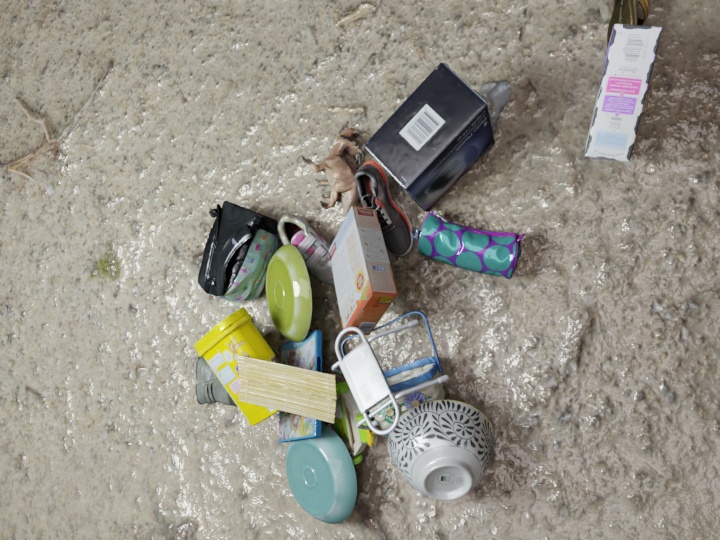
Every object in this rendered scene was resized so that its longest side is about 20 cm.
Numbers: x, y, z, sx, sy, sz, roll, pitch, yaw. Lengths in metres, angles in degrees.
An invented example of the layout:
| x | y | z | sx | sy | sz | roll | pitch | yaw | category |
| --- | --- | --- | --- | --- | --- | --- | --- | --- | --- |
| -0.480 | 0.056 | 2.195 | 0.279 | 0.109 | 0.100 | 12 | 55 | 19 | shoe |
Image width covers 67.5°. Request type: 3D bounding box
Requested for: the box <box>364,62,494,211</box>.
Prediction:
| x | y | z | sx | sy | sz | roll | pitch | yaw | category |
| --- | --- | --- | --- | --- | --- | --- | --- | --- | --- |
| 0.139 | -0.238 | 1.012 | 0.200 | 0.198 | 0.123 | -45 | 74 | 9 | box |

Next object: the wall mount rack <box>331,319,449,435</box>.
| x | y | z | sx | sy | sz | roll | pitch | yaw | category |
| --- | --- | --- | --- | --- | --- | --- | --- | --- | --- |
| 0.045 | 0.175 | 0.930 | 0.173 | 0.074 | 0.201 | -37 | 58 | 14 | wall mount rack |

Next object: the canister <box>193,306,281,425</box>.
| x | y | z | sx | sy | sz | roll | pitch | yaw | category |
| --- | --- | --- | --- | --- | --- | --- | --- | --- | --- |
| -0.224 | 0.193 | 1.066 | 0.148 | 0.086 | 0.201 | -36 | 89 | 42 | canister |

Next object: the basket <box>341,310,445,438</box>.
| x | y | z | sx | sy | sz | roll | pitch | yaw | category |
| --- | --- | --- | --- | --- | --- | --- | --- | --- | --- |
| 0.075 | 0.194 | 1.018 | 0.174 | 0.139 | 0.202 | -24 | 86 | 14 | basket |

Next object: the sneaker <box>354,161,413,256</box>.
| x | y | z | sx | sy | sz | roll | pitch | yaw | category |
| --- | --- | --- | --- | --- | --- | --- | --- | --- | --- |
| 0.036 | -0.115 | 1.074 | 0.076 | 0.082 | 0.202 | -24 | 95 | 31 | sneaker |

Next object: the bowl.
| x | y | z | sx | sy | sz | roll | pitch | yaw | category |
| --- | --- | --- | --- | --- | --- | --- | --- | --- | --- |
| 0.147 | 0.338 | 0.950 | 0.197 | 0.095 | 0.203 | 0 | 118 | 1 | bowl |

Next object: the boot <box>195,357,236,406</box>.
| x | y | z | sx | sy | sz | roll | pitch | yaw | category |
| --- | --- | --- | --- | --- | --- | --- | --- | --- | --- |
| -0.310 | 0.199 | 1.189 | 0.129 | 0.068 | 0.203 | 1 | 83 | 24 | boot |

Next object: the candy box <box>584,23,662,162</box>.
| x | y | z | sx | sy | sz | roll | pitch | yaw | category |
| --- | --- | --- | --- | --- | --- | --- | --- | --- | --- |
| 0.435 | -0.290 | 0.909 | 0.071 | 0.167 | 0.203 | 12 | 106 | 19 | candy box |

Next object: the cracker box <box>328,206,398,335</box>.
| x | y | z | sx | sy | sz | roll | pitch | yaw | category |
| --- | --- | --- | --- | --- | --- | --- | --- | --- | --- |
| 0.000 | 0.000 | 1.009 | 0.134 | 0.057 | 0.202 | 122 | 144 | -46 | cracker box |

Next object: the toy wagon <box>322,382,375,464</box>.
| x | y | z | sx | sy | sz | roll | pitch | yaw | category |
| --- | --- | --- | --- | --- | --- | --- | --- | --- | --- |
| -0.028 | 0.291 | 1.038 | 0.199 | 0.039 | 0.158 | 1 | 104 | 52 | toy wagon |

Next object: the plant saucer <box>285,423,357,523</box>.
| x | y | z | sx | sy | sz | roll | pitch | yaw | category |
| --- | --- | --- | --- | --- | --- | --- | --- | --- | --- |
| -0.089 | 0.401 | 1.061 | 0.198 | 0.036 | 0.204 | 4 | 96 | 43 | plant saucer |

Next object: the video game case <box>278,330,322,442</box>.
| x | y | z | sx | sy | sz | roll | pitch | yaw | category |
| --- | --- | --- | --- | --- | --- | --- | --- | --- | --- |
| -0.122 | 0.234 | 1.082 | 0.142 | 0.018 | 0.203 | -27 | 57 | 48 | video game case |

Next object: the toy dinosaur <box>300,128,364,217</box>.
| x | y | z | sx | sy | sz | roll | pitch | yaw | category |
| --- | --- | --- | --- | --- | --- | --- | --- | --- | --- |
| -0.034 | -0.203 | 1.131 | 0.134 | 0.086 | 0.203 | -23 | 83 | 8 | toy dinosaur |

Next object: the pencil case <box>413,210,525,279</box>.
| x | y | z | sx | sy | sz | roll | pitch | yaw | category |
| --- | --- | --- | --- | --- | --- | --- | --- | --- | --- |
| 0.205 | -0.051 | 1.029 | 0.197 | 0.085 | 0.094 | 17 | 117 | 19 | pencil case |

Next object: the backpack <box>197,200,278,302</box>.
| x | y | z | sx | sy | sz | roll | pitch | yaw | category |
| --- | --- | --- | --- | --- | --- | --- | --- | --- | --- |
| -0.261 | -0.032 | 1.159 | 0.166 | 0.126 | 0.203 | 21 | 92 | 42 | backpack |

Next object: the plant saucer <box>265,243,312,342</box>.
| x | y | z | sx | sy | sz | roll | pitch | yaw | category |
| --- | --- | --- | --- | --- | --- | --- | --- | --- | --- |
| -0.154 | 0.048 | 1.101 | 0.199 | 0.031 | 0.203 | 16 | 108 | 58 | plant saucer |

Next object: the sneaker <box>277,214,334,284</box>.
| x | y | z | sx | sy | sz | roll | pitch | yaw | category |
| --- | --- | --- | --- | --- | --- | --- | --- | --- | --- |
| -0.108 | -0.044 | 1.132 | 0.199 | 0.088 | 0.082 | 40 | 96 | 18 | sneaker |

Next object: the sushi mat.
| x | y | z | sx | sy | sz | roll | pitch | yaw | category |
| --- | --- | --- | --- | --- | --- | --- | --- | --- | --- |
| -0.135 | 0.214 | 0.978 | 0.197 | 0.012 | 0.097 | 9 | 107 | 15 | sushi mat |

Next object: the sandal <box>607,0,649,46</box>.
| x | y | z | sx | sy | sz | roll | pitch | yaw | category |
| --- | --- | --- | --- | --- | --- | --- | --- | --- | --- |
| 0.500 | -0.482 | 0.992 | 0.053 | 0.080 | 0.203 | 8 | 82 | -3 | sandal |
